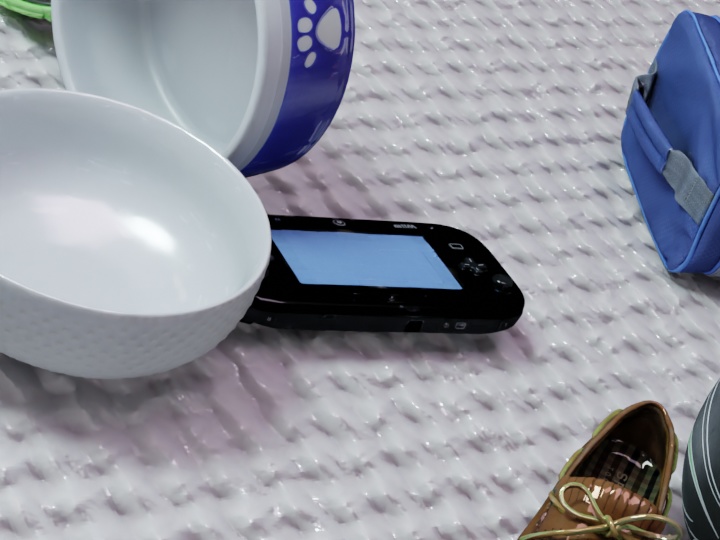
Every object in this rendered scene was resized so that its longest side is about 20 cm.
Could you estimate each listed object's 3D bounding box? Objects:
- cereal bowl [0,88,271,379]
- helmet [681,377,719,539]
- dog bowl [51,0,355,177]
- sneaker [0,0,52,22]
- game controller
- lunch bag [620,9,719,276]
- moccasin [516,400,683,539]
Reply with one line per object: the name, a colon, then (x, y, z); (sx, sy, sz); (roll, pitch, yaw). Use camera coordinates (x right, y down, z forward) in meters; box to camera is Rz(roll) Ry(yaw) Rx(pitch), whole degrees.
cereal bowl: (-0.153, -0.010, 1.043); (0.198, 0.084, 0.201); (15, 36, -11)
helmet: (0.269, 0.112, 1.025); (0.198, 0.201, 0.191); (3, 30, -26)
dog bowl: (-0.098, -0.153, 1.164); (0.078, 0.201, 0.200); (-14, 48, -44)
sneaker: (-0.216, -0.236, 1.311); (0.076, 0.084, 0.201); (3, 39, -25)
game controller: (0.000, 0.000, 1.154); (0.198, 0.042, 0.105); (3, 39, -28)
lunch bag: (0.259, -0.090, 1.337); (0.131, 0.137, 0.201); (10, 36, -18)
moccasin: (0.128, 0.136, 1.010); (0.073, 0.078, 0.201); (30, 35, 12)
